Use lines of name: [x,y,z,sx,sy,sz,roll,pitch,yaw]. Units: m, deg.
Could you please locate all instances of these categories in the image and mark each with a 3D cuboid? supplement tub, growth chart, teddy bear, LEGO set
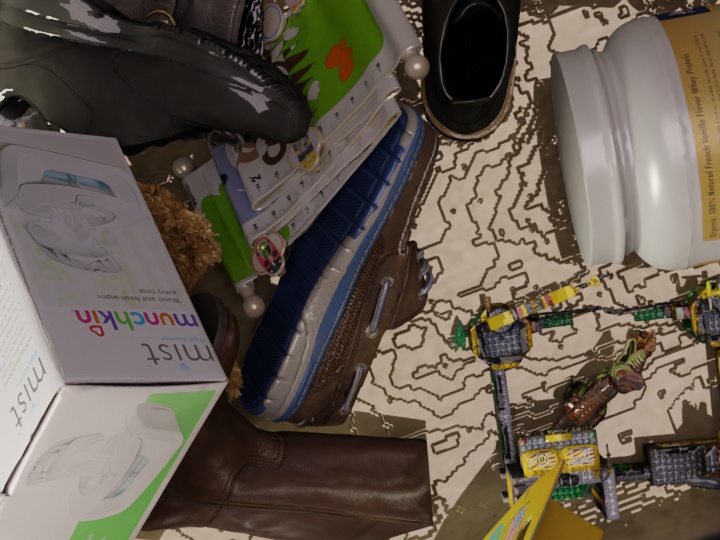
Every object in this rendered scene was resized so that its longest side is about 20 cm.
supplement tub: [0.214,-0.079,0.968,0.198,0.144,0.146,-10,90,1]
growth chart: [-0.039,-0.092,0.987,0.200,0.018,0.145,-53,52,23]
teddy bear: [-0.131,0.038,0.998,0.144,0.067,0.201,7,112,34]
LEGO set: [0.151,0.076,0.984,0.198,0.116,0.155,2,91,1]

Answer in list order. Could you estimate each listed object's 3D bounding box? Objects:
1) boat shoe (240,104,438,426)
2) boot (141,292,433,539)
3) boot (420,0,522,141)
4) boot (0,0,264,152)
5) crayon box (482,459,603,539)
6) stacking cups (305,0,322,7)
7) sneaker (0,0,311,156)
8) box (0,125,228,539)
boat shoe: [0.000,0.000,1.007,0.072,0.072,0.201,19,108,-29]
boot: [-0.031,0.091,0.950,0.199,0.187,0.065,12,48,-24]
boot: [0.067,-0.180,0.975,0.077,0.138,0.202,-4,89,2]
boot: [-0.142,-0.091,0.997,0.173,0.069,0.202,9,89,18]
crayon box: [0.063,0.204,0.922,0.051,0.200,0.127,32,47,-1]
stacking cups: [-0.012,-0.175,1.017,0.060,0.061,0.201,13,91,2]
sneaker: [-0.119,-0.095,0.938,0.199,0.076,0.091,19,94,21]
box: [-0.175,0.058,0.889,0.200,0.096,0.177,-58,47,33]
